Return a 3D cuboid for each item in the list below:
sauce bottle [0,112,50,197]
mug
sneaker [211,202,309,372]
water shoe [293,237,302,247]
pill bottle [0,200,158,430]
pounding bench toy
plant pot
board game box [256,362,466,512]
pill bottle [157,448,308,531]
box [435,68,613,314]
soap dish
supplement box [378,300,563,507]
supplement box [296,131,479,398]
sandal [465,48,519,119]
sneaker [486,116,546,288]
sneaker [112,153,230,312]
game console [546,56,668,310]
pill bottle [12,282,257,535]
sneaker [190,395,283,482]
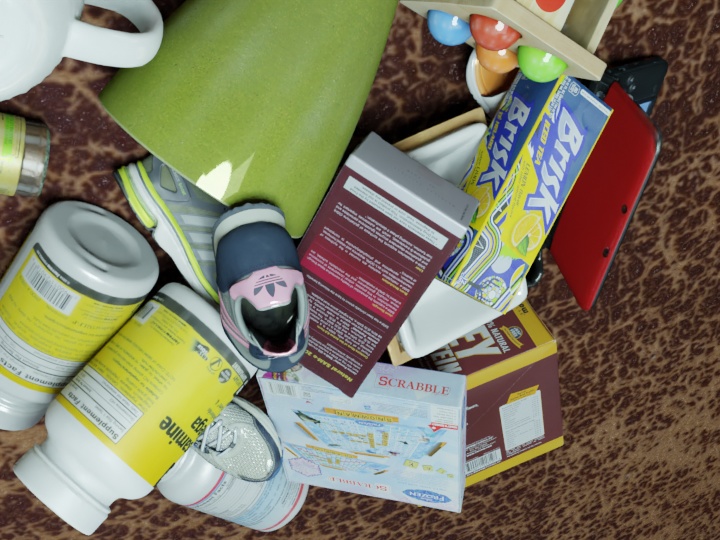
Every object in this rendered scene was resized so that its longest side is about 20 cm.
[{"bbox_3d":[-0.338,-0.100,0.626,0.199,0.065,0.065,7,125,-31],"label":"sauce bottle"},{"bbox_3d":[-0.223,-0.181,0.532,0.199,0.176,0.148,11,123,-31],"label":"mug"},{"bbox_3d":[-0.069,0.041,0.622,0.070,0.082,0.200,-16,147,-6],"label":"sneaker"},{"bbox_3d":[-0.079,0.028,0.840,0.071,0.079,0.201,-15,132,-13],"label":"water shoe"},{"bbox_3d":[-0.275,0.046,0.746,0.111,0.112,0.200,24,116,-37],"label":"pill bottle"},{"bbox_3d":[0.159,-0.224,0.669,0.199,0.124,0.157,19,97,-35],"label":"pounding bench toy"},{"bbox_3d":[-0.063,-0.160,0.635,0.187,0.187,0.200,30,101,-39],"label":"plant pot"},{"bbox_3d":[0.008,0.166,0.857,0.199,0.041,0.200,8,138,13],"label":"board game box"},{"bbox_3d":[-0.159,0.218,0.945,0.109,0.109,0.200,-43,131,14],"label":"pill bottle"},{"bbox_3d":[0.132,-0.070,0.726,0.070,0.064,0.201,27,91,-30],"label":"box"},{"bbox_3d":[0.063,-0.033,0.786,0.157,0.081,0.201,-25,114,-17],"label":"soap dish"},{"bbox_3d":[0.115,0.135,0.980,0.196,0.133,0.201,-22,133,-5],"label":"supplement box"},{"bbox_3d":[0.000,0.000,0.700,0.108,0.061,0.200,33,121,0],"label":"supplement box"},{"bbox_3d":[0.174,-0.156,0.799,0.207,0.059,0.079,39,81,-45],"label":"sandal"},{"bbox_3d":[0.150,-0.060,0.850,0.069,0.100,0.201,-27,131,0],"label":"sneaker"},{"bbox_3d":[-0.130,-0.027,0.750,0.081,0.074,0.200,-36,114,-2],"label":"sneaker"},{"bbox_3d":[0.263,-0.089,0.835,0.172,0.119,0.201,-21,138,-36],"label":"game console"},{"bbox_3d":[-0.189,0.117,0.714,0.200,0.112,0.113,-49,137,-18],"label":"pill bottle"},{"bbox_3d":[-0.166,0.144,0.817,0.077,0.200,0.085,-56,172,9],"label":"sneaker"}]
